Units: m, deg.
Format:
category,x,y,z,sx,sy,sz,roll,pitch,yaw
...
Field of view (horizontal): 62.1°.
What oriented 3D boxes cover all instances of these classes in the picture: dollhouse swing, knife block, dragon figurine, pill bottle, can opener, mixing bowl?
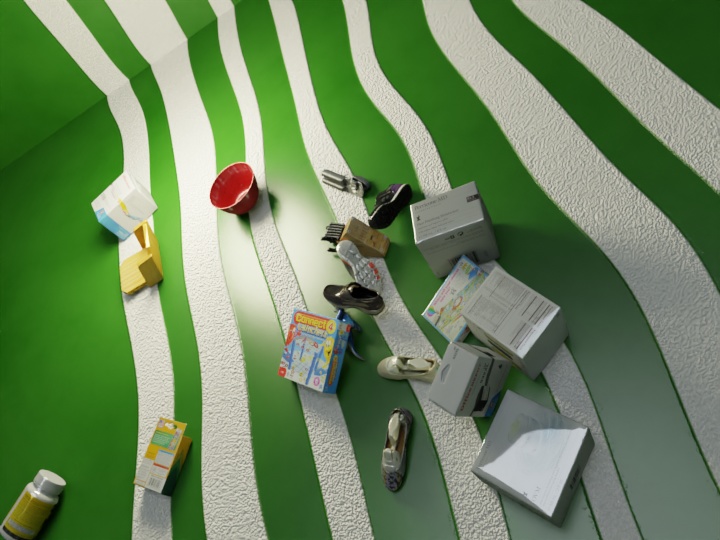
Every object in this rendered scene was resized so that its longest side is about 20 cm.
category,x,y,z,sx,sy,sz,roll,pitch,yaw
dollhouse swing,-0.852,-0.045,2.257,0.170,0.184,0.203,-18,52,-7
knife block,-0.024,-0.086,1.885,0.065,0.196,0.176,-67,10,-29
dragon figurine,-0.036,0.167,1.735,0.100,0.059,0.199,-49,50,-5
pill bottle,-1.042,0.754,1.908,0.112,0.115,0.204,20,73,36
can opener,-0.049,-0.303,2.041,0.066,0.055,0.197,-30,42,-34
mixing bowl,-0.449,-0.282,2.203,0.194,0.109,0.206,-14,55,21

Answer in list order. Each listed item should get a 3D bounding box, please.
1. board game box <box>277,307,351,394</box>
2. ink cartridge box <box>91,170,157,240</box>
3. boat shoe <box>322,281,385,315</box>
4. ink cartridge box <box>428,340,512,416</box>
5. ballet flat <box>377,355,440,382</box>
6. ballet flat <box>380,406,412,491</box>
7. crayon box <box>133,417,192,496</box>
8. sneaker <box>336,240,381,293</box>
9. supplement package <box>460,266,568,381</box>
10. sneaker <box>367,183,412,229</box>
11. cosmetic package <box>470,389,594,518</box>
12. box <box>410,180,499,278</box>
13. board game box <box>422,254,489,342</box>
category,x,y,z,sx,sy,sz,roll,pitch,yaw
board game box,-0.133,0.226,1.705,0.196,0.055,0.203,9,83,42
ink cartridge box,-0.969,-0.267,2.459,0.199,0.146,0.147,-42,50,-1
boat shoe,-0.020,0.066,1.731,0.194,0.075,0.075,11,45,20
ink cartridge box,0.260,0.258,1.401,0.083,0.197,0.149,26,95,38
ballet flat,0.124,0.254,1.590,0.194,0.070,0.071,-1,61,29
ballet flat,0.082,0.440,1.499,0.070,0.072,0.206,-1,62,28
crayon box,-0.592,0.562,1.813,0.122,0.052,0.206,4,65,30
sneaker,0.000,0.000,1.816,0.076,0.082,0.203,-29,72,-11
supplement package,0.378,0.130,1.466,0.152,0.152,0.199,-48,51,-6
sneaker,0.075,-0.200,1.876,0.086,0.077,0.200,15,48,41
cosmetic package,0.380,0.409,1.319,0.196,0.123,0.203,19,72,37
box,0.261,-0.106,1.643,0.193,0.200,0.134,-19,54,17
board game box,0.268,0.080,1.596,0.134,0.034,0.203,43,105,40
